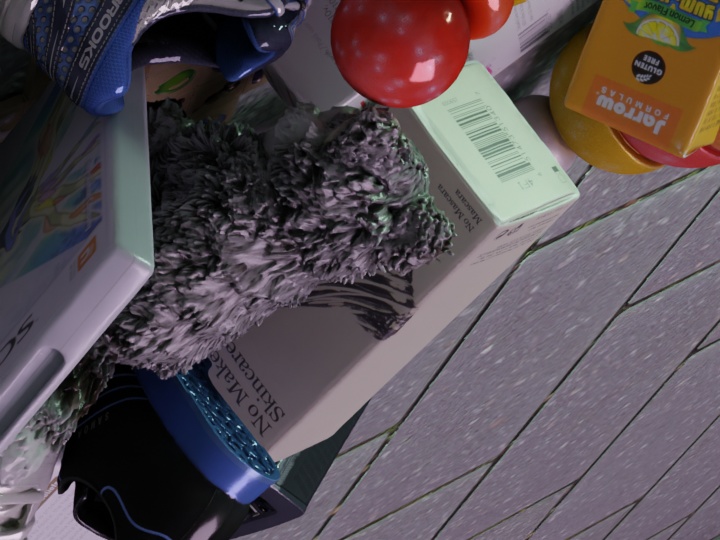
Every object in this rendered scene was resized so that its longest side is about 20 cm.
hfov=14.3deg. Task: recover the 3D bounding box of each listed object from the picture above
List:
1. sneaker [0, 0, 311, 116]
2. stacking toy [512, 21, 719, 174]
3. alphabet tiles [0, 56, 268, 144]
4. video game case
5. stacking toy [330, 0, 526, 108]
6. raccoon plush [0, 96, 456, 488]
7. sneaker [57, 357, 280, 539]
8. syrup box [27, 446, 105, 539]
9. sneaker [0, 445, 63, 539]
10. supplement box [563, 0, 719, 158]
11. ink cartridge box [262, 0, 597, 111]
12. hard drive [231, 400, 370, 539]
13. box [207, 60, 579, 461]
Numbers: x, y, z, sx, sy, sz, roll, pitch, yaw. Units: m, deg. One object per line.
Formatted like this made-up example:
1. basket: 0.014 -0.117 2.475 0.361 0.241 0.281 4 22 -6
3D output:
1. sneaker: -0.045 -0.117 1.106 0.200 0.085 0.077 -29 164 -22
2. stacking toy: 0.153 -0.101 1.556 0.200 0.146 0.146 -22 174 33
3. alphabet tiles: -0.098 -0.078 1.261 0.200 0.006 0.166 -28 164 -25
4. video game case: -0.143 0.011 1.108 0.182 0.022 0.200 -49 -158 19
5. stacking toy: 0.055 -0.140 1.140 0.200 0.085 0.085 -48 172 -27
6. raccoon plush: -0.049 0.014 1.124 0.097 0.134 0.200 45 59 -41
7. sneaker: -0.101 0.064 1.229 0.078 0.200 0.070 -47 119 5
8. syrup box: -0.187 0.077 1.283 0.081 0.079 0.200 -43 142 21
9. sneaker: -0.167 0.112 1.203 0.076 0.081 0.200 6 131 -37
10. supplement box: 0.160 -0.154 1.285 0.069 0.066 0.200 -35 147 -71
11. ink cartridge box: 0.015 -0.109 1.265 0.200 0.068 0.115 -37 167 -2
12. hard drive: -0.079 0.089 1.497 0.200 0.042 0.135 -14 -145 45
13. box: 0.000 0.000 1.277 0.068 0.082 0.200 -22 160 -51
